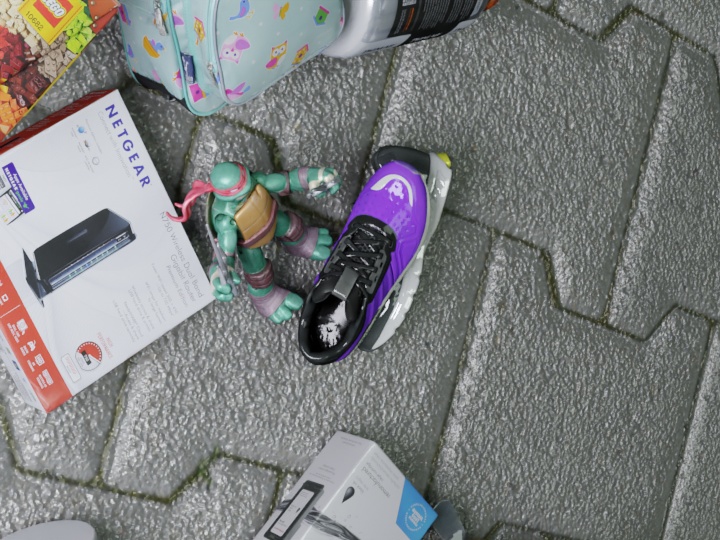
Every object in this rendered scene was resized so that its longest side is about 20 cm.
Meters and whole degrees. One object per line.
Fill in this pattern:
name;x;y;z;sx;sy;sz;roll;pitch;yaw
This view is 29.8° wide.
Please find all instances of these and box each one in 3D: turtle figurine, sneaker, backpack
turtle figurine;-0.083;-0.040;1.150;0.150;0.101;0.200;-45;154;-9
sneaker;0.000;0.000;1.202;0.202;0.069;0.099;-66;170;14
sneaker;0.021;-0.025;1.285;0.084;0.074;0.203;18;92;-6
backpack;-0.110;-0.244;1.082;0.175;0.152;0.202;-37;131;-28

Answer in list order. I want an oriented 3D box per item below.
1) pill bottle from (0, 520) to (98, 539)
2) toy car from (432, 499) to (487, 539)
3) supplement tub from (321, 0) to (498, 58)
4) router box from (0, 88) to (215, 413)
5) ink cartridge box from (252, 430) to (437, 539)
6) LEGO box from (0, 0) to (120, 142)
pill bottle;-0.240;0.316;1.096;0.115;0.115;0.203;-17;105;-32
toy car;0.134;0.320;1.350;0.199;0.157;0.166;36;62;-19
supplement tub;0.038;-0.267;1.221;0.199;0.122;0.124;-20;106;-41
router box;-0.237;-0.019;1.106;0.179;0.049;0.202;-35;113;-27
ink cartridge box;-0.031;0.267;1.267;0.201;0.068;0.116;-51;119;-19
LEGO box;-0.281;-0.159;0.970;0.077;0.199;0.150;47;68;-29
